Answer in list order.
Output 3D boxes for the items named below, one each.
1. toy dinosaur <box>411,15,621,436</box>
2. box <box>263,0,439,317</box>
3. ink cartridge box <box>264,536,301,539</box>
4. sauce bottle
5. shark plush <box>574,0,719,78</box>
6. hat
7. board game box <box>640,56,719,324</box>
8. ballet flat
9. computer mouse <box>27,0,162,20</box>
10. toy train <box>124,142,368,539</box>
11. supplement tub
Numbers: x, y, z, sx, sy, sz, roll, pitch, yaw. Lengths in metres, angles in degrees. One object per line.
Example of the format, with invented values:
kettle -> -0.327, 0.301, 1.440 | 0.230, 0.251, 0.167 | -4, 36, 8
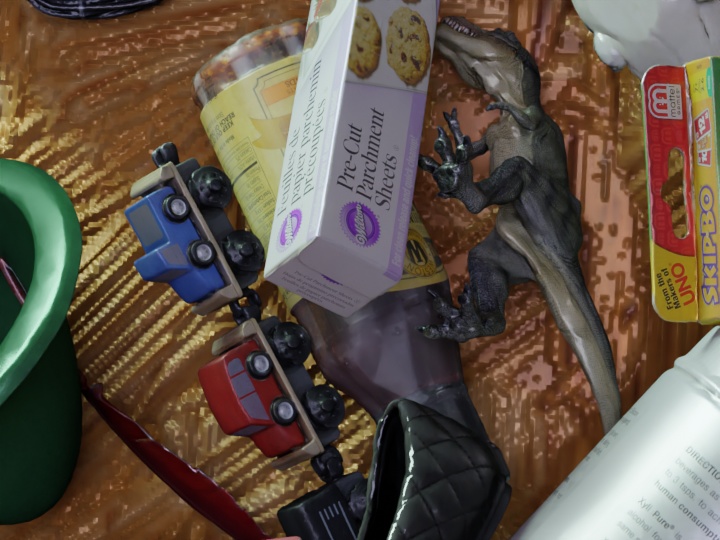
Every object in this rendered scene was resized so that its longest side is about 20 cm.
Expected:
toy dinosaur -> 0.058, -0.012, 0.964 | 0.047, 0.088, 0.200 | -24, 76, 39
box -> 0.002, -0.078, 0.958 | 0.041, 0.039, 0.200 | 26, 53, -24
ink cartridge box -> -0.112, 0.175, 0.948 | 0.199, 0.068, 0.117 | -7, 110, 9
sauce bottle -> 0.000, 0.000, 0.983 | 0.066, 0.066, 0.200 | -28, 80, 4
shark plush -> 0.131, -0.115, 0.965 | 0.200, 0.083, 0.091 | 51, 127, 15
hat -> -0.134, 0.076, 1.015 | 0.166, 0.176, 0.200 | -38, 38, 0
board game box -> 0.199, -0.029, 0.927 | 0.200, 0.030, 0.096 | -1, 84, -18
ballet flat -> -0.011, 0.130, 0.878 | 0.057, 0.066, 0.200 | 37, 52, -4
computer mouse -> -0.053, -0.163, 1.030 | 0.200, 0.034, 0.059 | -32, 79, 4
toy train -> -0.038, 0.045, 0.960 | 0.046, 0.034, 0.200 | -27, 90, -30
supplement tub -> 0.109, 0.134, 0.911 | 0.132, 0.132, 0.200 | 44, 91, 12
